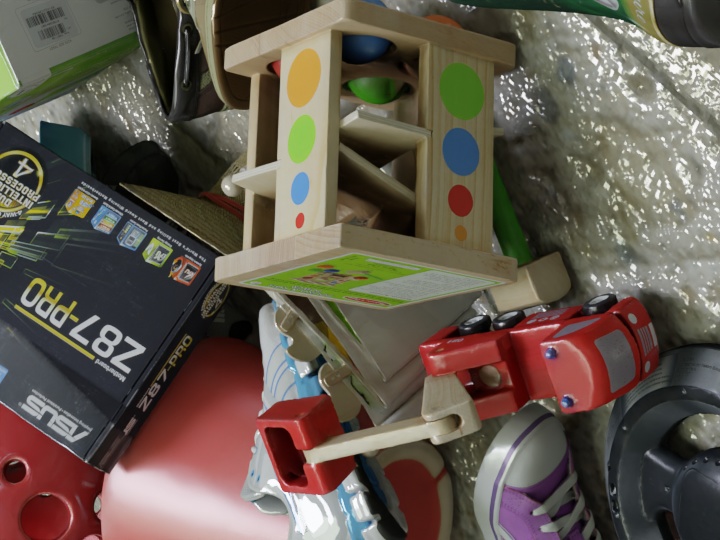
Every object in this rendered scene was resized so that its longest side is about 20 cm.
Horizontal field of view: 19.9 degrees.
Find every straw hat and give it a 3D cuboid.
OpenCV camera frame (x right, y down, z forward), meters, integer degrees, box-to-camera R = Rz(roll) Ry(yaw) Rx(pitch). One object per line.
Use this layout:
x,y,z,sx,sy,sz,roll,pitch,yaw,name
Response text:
-0.057,-0.039,1.329,0.201,0.085,0.201,34,178,1,straw hat

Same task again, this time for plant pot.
-0.219,0.137,1.468,0.200,0.200,0.183,15,88,46,plant pot
-0.048,0.160,1.388,0.177,0.200,0.201,14,124,36,plant pot

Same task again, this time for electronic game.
0.211,0.138,1.154,0.200,0.042,0.200,28,127,45,electronic game

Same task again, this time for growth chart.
0.000,0.000,1.248,0.200,0.145,0.018,61,152,-2,growth chart

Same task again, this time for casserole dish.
-0.211,-0.038,1.511,0.200,0.039,0.121,-110,14,-66,casserole dish

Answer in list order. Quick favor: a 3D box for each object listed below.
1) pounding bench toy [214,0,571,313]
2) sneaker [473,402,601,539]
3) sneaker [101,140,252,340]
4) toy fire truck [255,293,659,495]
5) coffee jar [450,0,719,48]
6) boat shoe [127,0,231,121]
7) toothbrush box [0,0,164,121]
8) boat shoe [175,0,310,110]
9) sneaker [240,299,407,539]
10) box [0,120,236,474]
0.033,-0.064,1.188,0.124,0.200,0.156,-14,70,52,pounding bench toy
0.135,0.173,1.260,0.114,0.073,0.201,28,143,34,sneaker
-0.123,0.002,1.476,0.115,0.075,0.200,33,146,28,sneaker
0.055,0.071,1.164,0.200,0.141,0.049,-11,105,40,toy fire truck
0.124,-0.172,1.019,0.200,0.085,0.105,20,125,45,coffee jar
-0.129,-0.194,1.345,0.073,0.065,0.200,-4,108,55,boat shoe
-0.239,-0.162,1.439,0.200,0.145,0.086,-19,98,54,toothbrush box
-0.078,-0.202,1.278,0.063,0.073,0.200,25,120,50,boat shoe
-0.044,0.104,1.279,0.075,0.087,0.200,45,-162,-47,sneaker
-0.204,0.015,1.369,0.200,0.161,0.049,32,174,20,box
